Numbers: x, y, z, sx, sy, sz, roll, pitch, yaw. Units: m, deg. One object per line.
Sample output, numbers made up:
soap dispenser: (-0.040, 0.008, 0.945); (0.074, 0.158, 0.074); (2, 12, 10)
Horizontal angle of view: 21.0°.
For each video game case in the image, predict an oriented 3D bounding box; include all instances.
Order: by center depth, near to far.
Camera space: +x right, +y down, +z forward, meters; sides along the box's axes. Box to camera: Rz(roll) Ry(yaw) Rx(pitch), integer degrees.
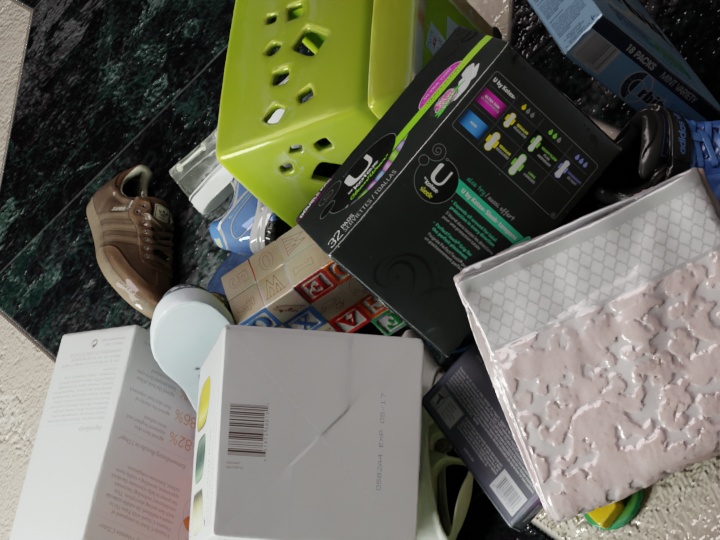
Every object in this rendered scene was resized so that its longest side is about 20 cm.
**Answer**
video game case: (0.145, 0.071, 1.428); (0.200, 0.019, 0.143); (-48, 46, 11)

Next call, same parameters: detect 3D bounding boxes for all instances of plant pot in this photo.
plant pot: (0.012, -0.151, 1.655); (0.180, 0.199, 0.202); (-16, 54, 31)

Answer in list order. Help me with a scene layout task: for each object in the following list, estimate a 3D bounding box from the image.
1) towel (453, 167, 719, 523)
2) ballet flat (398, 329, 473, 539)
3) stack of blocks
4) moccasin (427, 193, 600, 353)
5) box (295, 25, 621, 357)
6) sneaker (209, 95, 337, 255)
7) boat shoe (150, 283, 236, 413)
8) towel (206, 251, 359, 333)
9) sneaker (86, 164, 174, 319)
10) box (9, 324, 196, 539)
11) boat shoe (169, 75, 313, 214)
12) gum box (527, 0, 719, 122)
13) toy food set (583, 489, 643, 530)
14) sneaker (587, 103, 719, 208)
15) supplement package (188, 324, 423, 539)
towel: (0.186, 0.052, 1.350); (0.198, 0.032, 0.193); (-24, 89, 12)
ballet flat: (0.059, 0.143, 1.534); (0.069, 0.069, 0.202); (-18, 59, 39)
stack of blocks: (0.000, 0.000, 1.600); (0.199, 0.115, 0.059); (-33, 47, 10)
moccasin: (0.118, -0.005, 1.545); (0.200, 0.068, 0.081); (-43, 42, 16)
box: (0.070, -0.063, 1.447); (0.200, 0.124, 0.149); (-50, 16, 1)
sneaker: (-0.074, -0.090, 1.752); (0.076, 0.076, 0.201); (0, 40, 25)
boat shoe: (-0.136, 0.047, 1.626); (0.070, 0.201, 0.092); (-13, 58, 1)
towel: (-0.067, 0.047, 1.726); (0.112, 0.048, 0.200); (-48, 42, 14)
sneaker: (-0.218, -0.034, 1.915); (0.076, 0.070, 0.201); (-46, 42, 14)
box: (-0.199, 0.171, 1.709); (0.106, 0.152, 0.202); (-7, 62, 43)
boat shoe: (-0.106, -0.141, 1.846); (0.200, 0.071, 0.064); (-44, 85, 20)
gum box: (0.183, -0.199, 1.515); (0.045, 0.169, 0.201); (-44, 43, 18)
toy food set: (0.172, 0.085, 1.444); (0.199, 0.048, 0.200); (-52, 46, 9)
sneaker: (0.257, -0.085, 1.415); (0.199, 0.111, 0.077); (-25, 50, 34)
supplement package: (-0.045, 0.136, 1.465); (0.200, 0.149, 0.154); (130, 143, -75)
